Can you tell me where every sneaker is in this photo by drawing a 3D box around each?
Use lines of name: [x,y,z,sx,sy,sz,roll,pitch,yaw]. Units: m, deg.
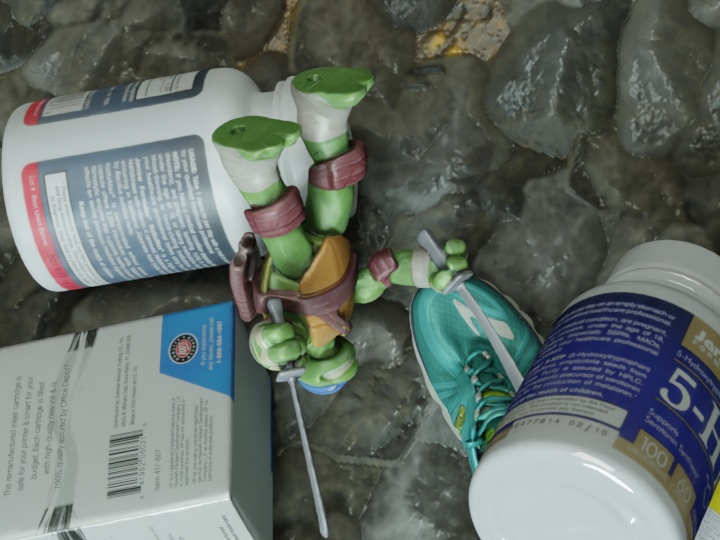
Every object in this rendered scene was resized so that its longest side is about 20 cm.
sneaker: [0.087,0.087,1.149,0.077,0.080,0.201,-26,72,5]

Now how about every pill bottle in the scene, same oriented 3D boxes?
pill bottle: [-0.108,-0.060,1.206,0.199,0.120,0.120,-9,76,10]
pill bottle: [0.148,0.077,1.078,0.119,0.120,0.200,18,44,16]

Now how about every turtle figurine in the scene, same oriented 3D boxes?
turtle figurine: [0.000,0.000,1.085,0.143,0.195,0.200,-18,30,-8]

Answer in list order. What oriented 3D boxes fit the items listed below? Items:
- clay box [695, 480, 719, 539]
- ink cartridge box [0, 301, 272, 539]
clay box: [0.262,0.130,1.099,0.115,0.048,0.200,38,71,17]
ink cartridge box: [-0.158,0.115,1.171,0.199,0.084,0.147,-12,49,11]
